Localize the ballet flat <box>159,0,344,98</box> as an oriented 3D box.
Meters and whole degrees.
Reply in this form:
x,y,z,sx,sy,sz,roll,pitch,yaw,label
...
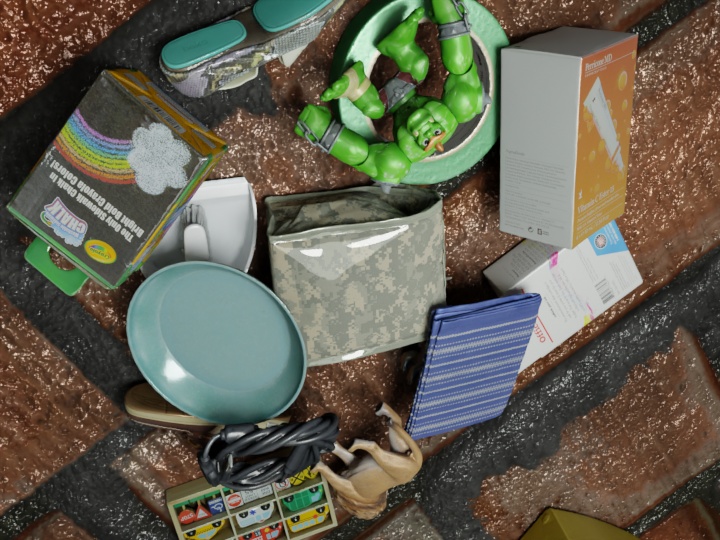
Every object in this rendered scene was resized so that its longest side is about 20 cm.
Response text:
x,y,z,sx,sy,sz,roll,pitch,yaw,label
-0.100,-0.226,0.850,0.197,0.072,0.073,-26,119,-4,ballet flat

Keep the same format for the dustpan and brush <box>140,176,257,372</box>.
x,y,z,sx,sy,sz,roll,pitch,yaw,label
-0.173,0.012,0.929,0.136,0.057,0.204,-9,118,-13,dustpan and brush

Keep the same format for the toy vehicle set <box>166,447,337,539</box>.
x,y,z,sx,sy,sz,roll,pitch,yaw,label
-0.135,0.301,1.091,0.196,0.027,0.127,-18,117,-8,toy vehicle set

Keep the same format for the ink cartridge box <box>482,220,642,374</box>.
x,y,z,sx,sy,sz,roll,pitch,yaw,label
0.230,0.020,1.049,0.198,0.068,0.116,-36,119,1,ink cartridge box

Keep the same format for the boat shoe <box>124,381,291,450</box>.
x,y,z,sx,sy,sz,roll,pitch,yaw,label
-0.180,0.179,1.000,0.196,0.072,0.073,9,113,-28,boat shoe

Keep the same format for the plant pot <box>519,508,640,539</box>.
x,y,z,sx,sy,sz,roll,pitch,yaw,label
0.304,0.460,1.212,0.175,0.200,0.201,36,101,-15,plant pot

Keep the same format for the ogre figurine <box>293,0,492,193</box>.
x,y,z,sx,sy,sz,roll,pitch,yaw,label
0.044,-0.168,0.845,0.200,0.098,0.120,-44,102,-11,ogre figurine

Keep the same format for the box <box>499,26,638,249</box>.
x,y,z,sx,sy,sz,roll,pitch,yaw,label
0.222,-0.146,0.929,0.123,0.096,0.204,-28,124,-40,box

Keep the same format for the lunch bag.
x,y,z,sx,sy,sz,roll,pitch,yaw,label
0.000,0.000,0.940,0.195,0.118,0.167,-7,118,-5,lunch bag

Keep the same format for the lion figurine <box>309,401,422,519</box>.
x,y,z,sx,sy,sz,roll,pitch,yaw,label
0.020,0.241,1.041,0.122,0.073,0.199,40,141,-12,lion figurine

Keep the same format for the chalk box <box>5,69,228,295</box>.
x,y,z,sx,sy,sz,roll,pitch,yaw,label
-0.238,-0.073,0.820,0.124,0.124,0.201,39,101,-8,chalk box

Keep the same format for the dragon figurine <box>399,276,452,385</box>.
x,y,z,sx,sy,sz,roll,pitch,yaw,label
0.108,0.091,1.050,0.097,0.059,0.204,4,113,-18,dragon figurine

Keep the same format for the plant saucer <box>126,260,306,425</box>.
x,y,z,sx,sy,sz,roll,pitch,yaw,label
-0.146,0.072,0.900,0.195,0.036,0.204,6,120,11,plant saucer

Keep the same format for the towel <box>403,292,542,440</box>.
x,y,z,sx,sy,sz,roll,pitch,yaw,label
0.127,0.111,0.997,0.142,0.024,0.203,-10,133,-23,towel

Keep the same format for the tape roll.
x,y,z,sx,sy,sz,roll,pitch,yaw,label
0.066,-0.195,0.915,0.196,0.048,0.205,-7,116,-14,tape roll

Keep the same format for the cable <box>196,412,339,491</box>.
x,y,z,sx,sy,sz,roll,pitch,yaw,label
-0.102,0.201,0.967,0.160,0.052,0.201,-16,157,-11,cable
